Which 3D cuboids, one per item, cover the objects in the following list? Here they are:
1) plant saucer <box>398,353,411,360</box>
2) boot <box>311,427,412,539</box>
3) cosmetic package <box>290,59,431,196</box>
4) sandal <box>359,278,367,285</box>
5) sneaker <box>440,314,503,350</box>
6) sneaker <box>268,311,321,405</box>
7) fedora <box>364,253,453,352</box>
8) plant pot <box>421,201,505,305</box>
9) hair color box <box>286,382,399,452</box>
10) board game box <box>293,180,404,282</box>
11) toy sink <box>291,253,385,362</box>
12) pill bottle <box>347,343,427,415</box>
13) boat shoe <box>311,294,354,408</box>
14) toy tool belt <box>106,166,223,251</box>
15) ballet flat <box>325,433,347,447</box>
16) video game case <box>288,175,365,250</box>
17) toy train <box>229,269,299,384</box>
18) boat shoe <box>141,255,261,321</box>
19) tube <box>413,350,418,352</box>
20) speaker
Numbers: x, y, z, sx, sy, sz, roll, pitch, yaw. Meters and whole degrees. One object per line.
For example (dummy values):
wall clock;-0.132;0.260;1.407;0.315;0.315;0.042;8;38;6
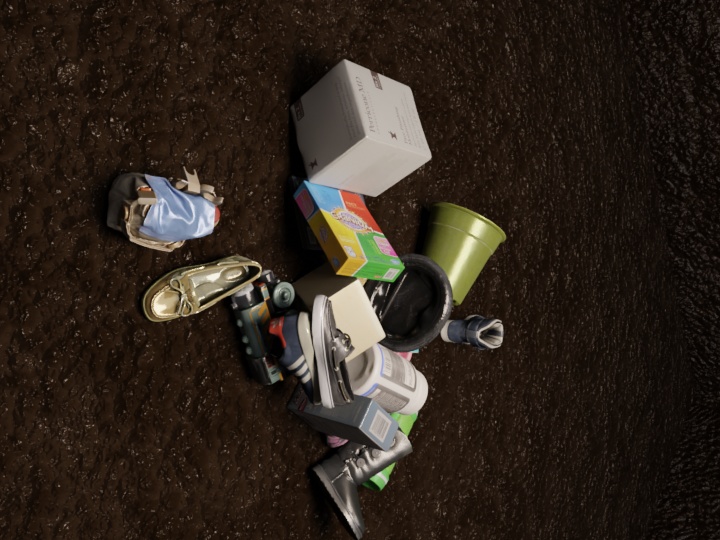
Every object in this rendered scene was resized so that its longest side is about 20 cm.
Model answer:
plant saucer;0.041;0.146;1.414;0.198;0.050;0.206;-2;92;-49
boot;0.024;0.408;1.303;0.198;0.066;0.166;-30;81;-25
cosmetic package;0.000;-0.263;1.244;0.198;0.164;0.168;4;64;-48
sandal;0.005;0.001;1.336;0.211;0.076;0.071;-1;98;-64
sneaker;0.316;0.156;1.656;0.200;0.144;0.079;-3;91;-49
sneaker;-0.111;0.154;1.128;0.076;0.083;0.203;-83;167;-55
fedora;0.096;0.066;1.342;0.092;0.196;0.206;19;74;-82
plant pot;0.215;-0.028;1.526;0.199;0.198;0.193;33;78;-43
hair color box;-0.035;0.271;1.216;0.099;0.197;0.061;48;59;-36
board game box;-0.023;-0.072;1.203;0.151;0.040;0.202;9;41;-46
toy sink;-0.058;0.069;1.238;0.111;0.200;0.132;-30;116;-11
pill bottle;0.044;0.214;1.281;0.199;0.112;0.116;35;66;-45
boat shoe;-0.041;0.138;1.099;0.070;0.065;0.205;-62;149;-75
toy tool belt;-0.276;-0.093;0.997;0.198;0.121;0.128;3;88;-48
ballet flat;0.001;0.309;1.364;0.198;0.069;0.072;-24;139;-38
video game case;-0.052;-0.108;1.293;0.198;0.019;0.146;3;69;-49
toy train;-0.163;0.105;1.164;0.113;0.084;0.204;-28;111;-34
boat shoe;-0.255;0.027;1.052;0.198;0.063;0.075;-20;103;-35
tube;0.103;0.076;1.414;0.076;0.050;0.205;8;81;-43
speaker;0.055;0.365;1.407;0.089;0.087;0.202;52;54;-34
